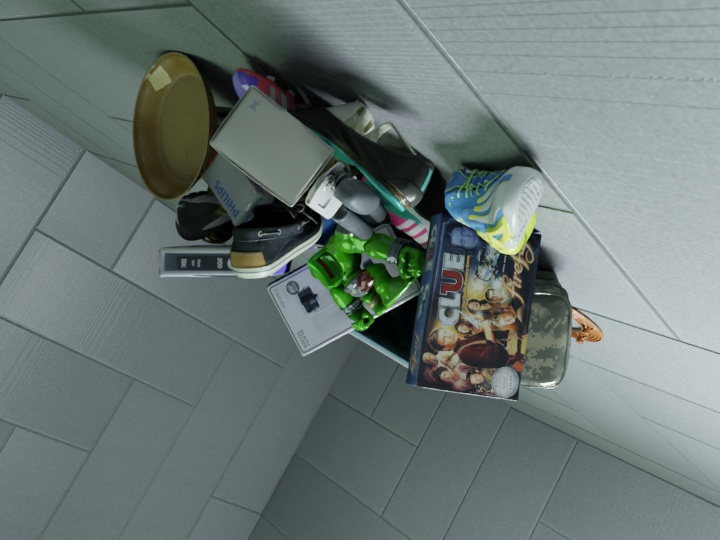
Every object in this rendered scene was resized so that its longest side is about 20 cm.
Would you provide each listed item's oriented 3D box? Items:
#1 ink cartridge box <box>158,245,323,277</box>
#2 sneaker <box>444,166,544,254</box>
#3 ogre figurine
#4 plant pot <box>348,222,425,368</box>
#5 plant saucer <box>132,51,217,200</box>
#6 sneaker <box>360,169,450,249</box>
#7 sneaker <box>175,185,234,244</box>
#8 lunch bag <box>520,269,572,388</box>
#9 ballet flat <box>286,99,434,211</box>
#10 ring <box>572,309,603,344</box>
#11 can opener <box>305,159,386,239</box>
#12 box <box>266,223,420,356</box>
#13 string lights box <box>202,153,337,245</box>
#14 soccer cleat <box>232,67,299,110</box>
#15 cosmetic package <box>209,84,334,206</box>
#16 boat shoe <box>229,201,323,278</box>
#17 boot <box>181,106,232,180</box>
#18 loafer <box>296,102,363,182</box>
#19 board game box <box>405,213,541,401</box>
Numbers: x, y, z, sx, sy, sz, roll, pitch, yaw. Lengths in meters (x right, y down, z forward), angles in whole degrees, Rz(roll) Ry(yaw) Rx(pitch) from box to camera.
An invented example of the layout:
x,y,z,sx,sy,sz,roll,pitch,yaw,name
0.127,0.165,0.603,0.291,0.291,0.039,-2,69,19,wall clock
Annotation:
x,y,z,sx,sy,sz,roll,pitch,yaw,name
-0.152,-0.014,1.025,0.198,0.044,0.198,-1,-178,1,ink cartridge box
0.129,-0.070,0.782,0.105,0.076,0.200,28,172,15,sneaker
0.000,0.000,0.969,0.120,0.098,0.200,40,166,-1,ogre figurine
0.049,0.015,1.221,0.195,0.197,0.200,30,-178,-4,plant pot
-0.252,-0.197,1.041,0.035,0.202,0.199,-2,-162,-45,plant saucer
0.060,-0.073,0.960,0.120,0.084,0.200,17,158,38,sneaker
-0.204,-0.069,1.059,0.074,0.085,0.200,14,-158,6,sneaker
0.181,0.064,1.025,0.198,0.141,0.168,3,-167,9,lunch bag
0.003,-0.137,0.812,0.200,0.069,0.068,39,178,28,ballet flat
0.299,0.071,1.226,0.199,0.019,0.200,29,172,4,ring
-0.003,-0.063,0.800,0.067,0.053,0.200,39,-177,17,can opener
-0.022,0.025,1.089,0.117,0.199,0.060,61,180,-4,box
-0.111,-0.098,1.047,0.199,0.059,0.103,11,-145,-52,string lights box
-0.107,-0.178,0.946,0.066,0.077,0.200,25,171,26,soccer cleat
-0.096,-0.127,0.797,0.105,0.071,0.200,38,-179,-9,cosmetic package
-0.098,-0.053,0.901,0.074,0.063,0.200,1,-159,20,boat shoe
-0.156,-0.182,1.101,0.199,0.108,0.075,4,-151,-29,boot
-0.032,-0.139,0.952,0.076,0.068,0.200,25,170,29,loafer
0.135,0.045,0.888,0.134,0.202,0.035,10,176,-16,board game box
